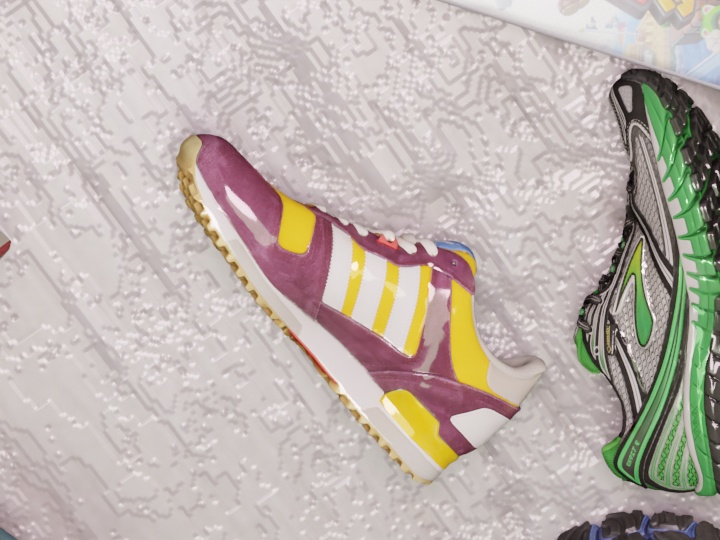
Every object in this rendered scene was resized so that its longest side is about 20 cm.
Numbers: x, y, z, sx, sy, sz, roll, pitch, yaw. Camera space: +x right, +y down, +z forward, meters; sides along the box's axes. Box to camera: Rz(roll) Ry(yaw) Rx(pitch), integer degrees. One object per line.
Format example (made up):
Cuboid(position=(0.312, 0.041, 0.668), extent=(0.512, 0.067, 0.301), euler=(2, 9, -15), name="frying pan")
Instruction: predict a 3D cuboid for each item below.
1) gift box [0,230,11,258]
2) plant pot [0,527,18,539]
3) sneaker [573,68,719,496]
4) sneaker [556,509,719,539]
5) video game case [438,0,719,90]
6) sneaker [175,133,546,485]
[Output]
Cuboid(position=(-0.273, 0.019, 1.105), extent=(0.187, 0.185, 0.200), euler=(42, 103, -4), name="gift box")
Cuboid(position=(-0.222, 0.173, 1.155), extent=(0.200, 0.200, 0.135), euler=(-32, 77, 6), name="plant pot")
Cuboid(position=(0.133, 0.008, 1.170), extent=(0.085, 0.078, 0.201), euler=(-5, 97, 19), name="sneaker")
Cuboid(position=(0.097, 0.183, 1.226), extent=(0.200, 0.075, 0.079), euler=(-30, 114, 14), name="sneaker")
Cuboid(position=(0.124, -0.168, 1.145), extent=(0.199, 0.018, 0.144), euler=(17, 99, -7), name="video game case")
Cuboid(position=(0.000, 0.000, 1.169), extent=(0.090, 0.075, 0.200), euler=(-40, 110, 0), name="sneaker")
